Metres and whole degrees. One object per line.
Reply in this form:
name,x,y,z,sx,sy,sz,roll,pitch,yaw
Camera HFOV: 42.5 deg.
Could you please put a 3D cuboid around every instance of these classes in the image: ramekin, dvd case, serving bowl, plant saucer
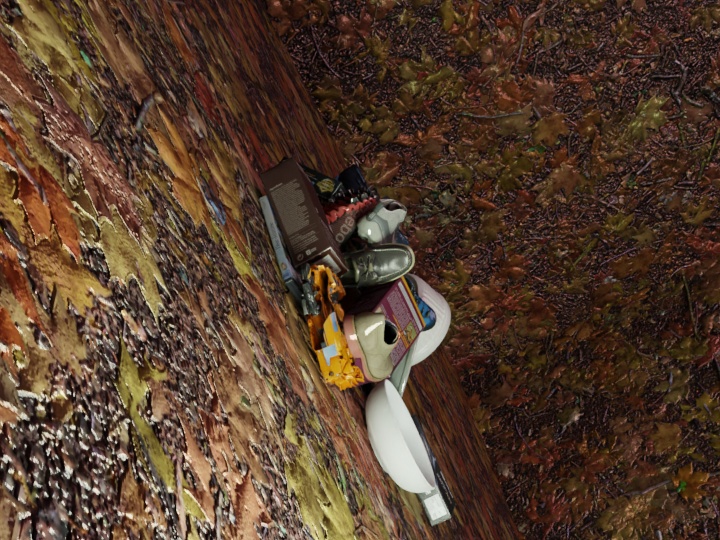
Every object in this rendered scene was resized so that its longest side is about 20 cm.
ramekin,0.086,0.100,2.005,0.105,0.199,0.201,48,14,-34
dvd case,-0.115,-0.016,1.562,0.143,0.017,0.201,58,8,-50
serving bowl,0.057,0.290,1.577,0.202,0.065,0.200,63,6,-11
plant saucer,0.066,0.198,1.781,0.200,0.050,0.203,17,90,-88

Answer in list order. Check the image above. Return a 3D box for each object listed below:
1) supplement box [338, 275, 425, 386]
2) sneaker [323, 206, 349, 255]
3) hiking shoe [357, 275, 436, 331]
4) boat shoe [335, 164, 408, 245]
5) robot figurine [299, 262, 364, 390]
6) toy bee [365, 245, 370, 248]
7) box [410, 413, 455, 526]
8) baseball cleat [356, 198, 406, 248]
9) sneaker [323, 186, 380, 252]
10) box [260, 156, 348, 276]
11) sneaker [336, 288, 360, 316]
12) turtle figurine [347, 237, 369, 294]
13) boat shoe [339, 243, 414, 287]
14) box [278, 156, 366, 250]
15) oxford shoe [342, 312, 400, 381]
supplement box,0.031,0.106,1.663,0.111,0.085,0.200,63,31,-12
sneaker,-0.067,-0.046,1.809,0.112,0.076,0.200,57,-4,26
hiking shoe,0.081,0.058,1.797,0.199,0.086,0.075,34,64,-25
boat shoe,0.035,-0.126,1.849,0.200,0.069,0.084,49,-7,-11
robot figurine,-0.048,0.082,1.462,0.145,0.057,0.203,48,28,-71
toy bee,0.028,-0.007,1.981,0.130,0.109,0.200,37,-6,-5
box,0.124,0.391,1.836,0.202,0.043,0.160,65,7,8
baseball cleat,0.057,-0.070,1.759,0.070,0.107,0.200,43,-1,21
sneaker,-0.041,-0.084,1.736,0.071,0.199,0.099,22,-42,55
box,-0.096,-0.081,1.578,0.202,0.074,0.100,65,6,29
sneaker,-0.004,0.096,1.809,0.080,0.071,0.200,57,7,-20
turtle figurine,0.020,0.035,1.903,0.200,0.065,0.161,43,-35,-5
boat shoe,-0.001,-0.001,1.678,0.066,0.198,0.073,-33,112,-75
box,-0.075,-0.133,1.876,0.158,0.046,0.200,28,-17,33
oxford shoe,0.032,0.122,1.460,0.200,0.074,0.071,57,20,-63
